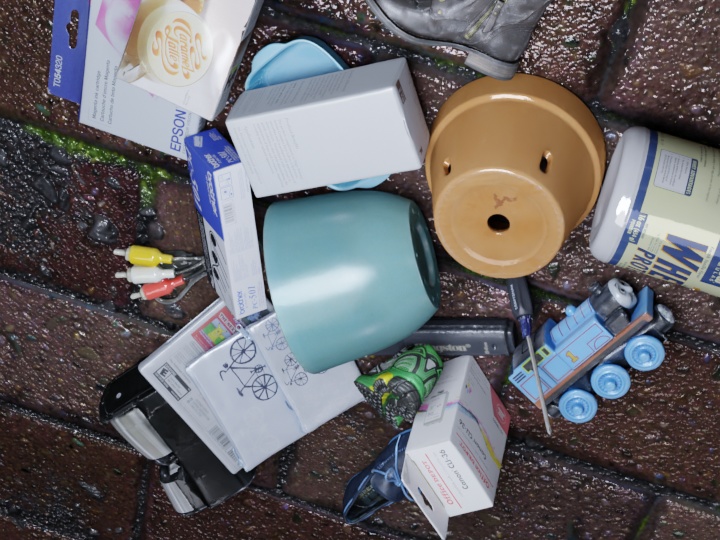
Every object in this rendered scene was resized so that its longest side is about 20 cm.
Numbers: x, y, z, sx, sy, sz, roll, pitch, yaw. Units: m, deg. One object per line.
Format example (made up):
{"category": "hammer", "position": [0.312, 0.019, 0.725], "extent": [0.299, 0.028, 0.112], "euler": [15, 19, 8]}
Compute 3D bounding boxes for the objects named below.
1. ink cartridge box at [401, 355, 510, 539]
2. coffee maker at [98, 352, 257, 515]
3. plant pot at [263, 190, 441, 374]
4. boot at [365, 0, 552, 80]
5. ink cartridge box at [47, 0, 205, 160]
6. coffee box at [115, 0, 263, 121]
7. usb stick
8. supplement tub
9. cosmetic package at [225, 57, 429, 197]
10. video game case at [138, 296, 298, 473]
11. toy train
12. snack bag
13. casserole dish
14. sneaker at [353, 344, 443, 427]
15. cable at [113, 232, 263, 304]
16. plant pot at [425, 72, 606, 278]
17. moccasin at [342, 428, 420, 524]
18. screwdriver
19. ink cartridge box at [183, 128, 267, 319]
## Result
{"category": "ink cartridge box", "position": [0.119, 0.215, 1.518], "extent": [0.067, 0.201, 0.117], "euler": [-20, 119, 29]}
{"category": "coffee maker", "position": [-0.222, 0.210, 1.664], "extent": [0.190, 0.135, 0.201], "euler": [-20, 119, 28]}
{"category": "plant pot", "position": [0.000, 0.000, 1.405], "extent": [0.159, 0.202, 0.202], "euler": [-14, 122, 14]}
{"category": "boot", "position": [0.118, -0.297, 1.226], "extent": [0.198, 0.070, 0.175], "euler": [22, 127, -10]}
{"category": "ink cartridge box", "position": [-0.262, -0.240, 1.396], "extent": [0.197, 0.044, 0.198], "euler": [18, 130, 2]}
{"category": "coffee box", "position": [-0.161, -0.274, 1.276], "extent": [0.113, 0.080, 0.202], "euler": [24, 111, -2]}
{"category": "usb stick", "position": [0.094, 0.083, 1.534], "extent": [0.197, 0.033, 0.056], "euler": [-1, 130, 17]}
{"category": "supplement tub", "position": [0.349, -0.055, 1.278], "extent": [0.197, 0.146, 0.146], "euler": [17, 129, 4]}
{"category": "cosmetic package", "position": [-0.034, -0.151, 1.325], "extent": [0.197, 0.074, 0.103], "euler": [-8, 124, 20]}
{"category": "video game case", "position": [-0.154, 0.136, 1.593], "extent": [0.182, 0.023, 0.201], "euler": [-39, 114, -2]}
{"category": "toy train", "position": [0.268, 0.091, 1.445], "extent": [0.114, 0.087, 0.200], "euler": [41, 119, -9]}
{"category": "snack bag", "position": [-0.105, 0.141, 1.580], "extent": [0.198, 0.021, 0.190], "euler": [-30, 119, -6]}
{"category": "casserole dish", "position": [-0.038, -0.177, 1.375], "extent": [0.121, 0.039, 0.200], "euler": [-31, 112, 34]}
{"category": "sneaker", "position": [0.054, 0.139, 1.529], "extent": [0.078, 0.085, 0.200], "euler": [49, 162, -5]}
{"category": "cable", "position": [-0.210, 0.002, 1.555], "extent": [0.197, 0.051, 0.098], "euler": [-5, 122, 21]}
{"category": "plant pot", "position": [0.156, -0.087, 1.318], "extent": [0.197, 0.141, 0.202], "euler": [9, 129, 11]}
{"category": "moccasin", "position": [0.046, 0.288, 1.681], "extent": [0.080, 0.069, 0.200], "euler": [33, 128, -9]}
{"category": "screwdriver", "position": [0.192, 0.092, 1.421], "extent": [0.029, 0.203, 0.028], "euler": [-11, 157, 14]}
{"category": "ink cartridge box", "position": [-0.156, -0.053, 1.439], "extent": [0.044, 0.094, 0.202], "euler": [-19, 127, -20]}
